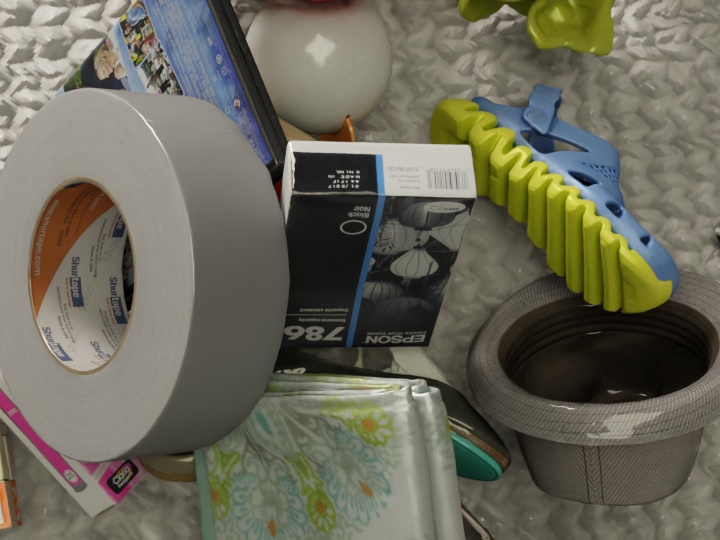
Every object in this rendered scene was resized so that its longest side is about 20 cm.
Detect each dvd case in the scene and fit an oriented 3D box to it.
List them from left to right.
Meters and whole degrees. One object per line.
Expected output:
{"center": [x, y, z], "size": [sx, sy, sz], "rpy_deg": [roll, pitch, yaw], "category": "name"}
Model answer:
{"center": [-0.121, -0.076, 0.876], "size": [0.018, 0.200, 0.143], "rpy_deg": [-10, 71, -43], "category": "dvd case"}

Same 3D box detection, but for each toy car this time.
{"center": [-0.038, -0.162, 0.953], "size": [0.184, 0.177, 0.200], "rpy_deg": [-14, 111, -20], "category": "toy car"}

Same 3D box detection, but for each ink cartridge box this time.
{"center": [-0.193, 0.046, 0.908], "size": [0.200, 0.037, 0.095], "rpy_deg": [48, 44, -6], "category": "ink cartridge box"}
{"center": [0.000, 0.000, 0.848], "size": [0.099, 0.200, 0.039], "rpy_deg": [0, 59, -7], "category": "ink cartridge box"}

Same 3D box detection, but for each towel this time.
{"center": [-0.018, 0.150, 0.812], "size": [0.048, 0.171, 0.200], "rpy_deg": [-17, 102, -45], "category": "towel"}

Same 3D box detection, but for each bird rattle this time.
{"center": [0.137, -0.242, 0.954], "size": [0.113, 0.163, 0.200], "rpy_deg": [29, 90, 34], "category": "bird rattle"}

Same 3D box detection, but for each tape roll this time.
{"center": [-0.127, 0.003, 0.821], "size": [0.066, 0.200, 0.201], "rpy_deg": [0, 80, -44], "category": "tape roll"}

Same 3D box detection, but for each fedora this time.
{"center": [0.156, 0.079, 0.926], "size": [0.176, 0.200, 0.090], "rpy_deg": [-2, 114, 12], "category": "fedora"}

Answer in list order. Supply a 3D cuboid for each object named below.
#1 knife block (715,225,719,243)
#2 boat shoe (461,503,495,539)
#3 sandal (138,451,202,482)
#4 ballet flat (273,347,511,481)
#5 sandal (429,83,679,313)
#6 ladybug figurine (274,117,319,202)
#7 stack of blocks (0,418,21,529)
{"center": [0.314, 0.047, 0.986], "size": [0.175, 0.064, 0.200], "rpy_deg": [11, 81, -4], "category": "knife block"}
{"center": [0.042, 0.145, 0.888], "size": [0.200, 0.067, 0.057], "rpy_deg": [46, 58, -17], "category": "boat shoe"}
{"center": [-0.101, 0.032, 0.913], "size": [0.080, 0.054, 0.200], "rpy_deg": [-2, 54, 7], "category": "sandal"}
{"center": [0.003, 0.072, 0.932], "size": [0.200, 0.068, 0.068], "rpy_deg": [14, 60, 13], "category": "ballet flat"}
{"center": [0.135, -0.056, 0.954], "size": [0.087, 0.080, 0.200], "rpy_deg": [-29, 61, -22], "category": "sandal"}
{"center": [-0.034, -0.039, 0.920], "size": [0.200, 0.136, 0.072], "rpy_deg": [31, 89, -24], "category": "ladybug figurine"}
{"center": [-0.284, 0.070, 0.921], "size": [0.115, 0.059, 0.200], "rpy_deg": [-11, 83, -8], "category": "stack of blocks"}
